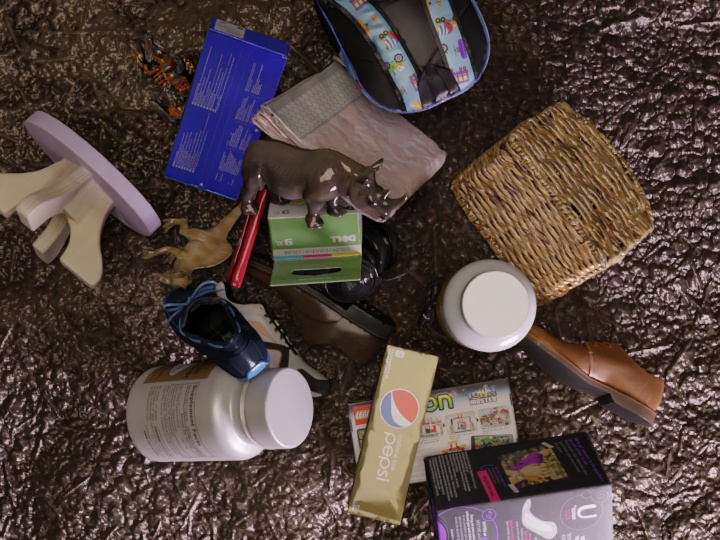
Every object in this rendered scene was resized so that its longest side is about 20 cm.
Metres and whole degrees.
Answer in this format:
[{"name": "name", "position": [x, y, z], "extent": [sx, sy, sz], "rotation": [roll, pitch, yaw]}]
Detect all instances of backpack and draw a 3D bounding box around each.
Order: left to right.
[{"name": "backpack", "position": [0.055, -0.283, 1.241], "extent": [0.182, 0.135, 0.200], "rotation": [-26, 86, -2]}]

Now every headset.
[{"name": "headset", "position": [0.000, 0.000, 1.239], "extent": [0.200, 0.124, 0.094], "rotation": [19, 127, 16]}]

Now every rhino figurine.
[{"name": "rhino figurine", "position": [-0.043, -0.092, 1.108], "extent": [0.200, 0.060, 0.088], "rotation": [11, 126, 24]}]

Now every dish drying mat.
[{"name": "dish drying mat", "position": [-0.122, -0.079, 1.230], "extent": [0.018, 0.077, 0.200], "rotation": [17, 91, -8]}]

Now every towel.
[{"name": "towel", "position": [-0.004, -0.156, 1.217], "extent": [0.191, 0.200, 0.032], "rotation": [40, 127, 3]}]

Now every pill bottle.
[{"name": "pill bottle", "position": [-0.160, 0.161, 1.190], "extent": [0.200, 0.114, 0.115], "rotation": [-7, 87, 32]}, {"name": "pill bottle", "position": [0.143, 0.041, 1.192], "extent": [0.104, 0.200, 0.104], "rotation": [0, 87, 0]}]

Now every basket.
[{"name": "basket", "position": [0.237, -0.085, 1.268], "extent": [0.143, 0.149, 0.200], "rotation": [-36, 87, -34]}]

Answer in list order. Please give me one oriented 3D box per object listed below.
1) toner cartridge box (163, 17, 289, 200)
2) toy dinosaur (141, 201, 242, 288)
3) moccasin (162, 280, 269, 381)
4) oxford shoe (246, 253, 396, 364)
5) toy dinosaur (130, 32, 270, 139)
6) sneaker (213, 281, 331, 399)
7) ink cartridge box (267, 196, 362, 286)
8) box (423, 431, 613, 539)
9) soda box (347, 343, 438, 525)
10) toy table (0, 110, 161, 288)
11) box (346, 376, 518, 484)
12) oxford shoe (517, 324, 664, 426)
[{"name": "toner cartridge box", "position": [-0.159, -0.187, 1.225], "extent": [0.095, 0.043, 0.200], "rotation": [19, 121, -10]}, {"name": "toy dinosaur", "position": [-0.196, -0.031, 1.260], "extent": [0.101, 0.200, 0.058], "rotation": [7, 130, 26]}, {"name": "moccasin", "position": [-0.167, 0.052, 1.169], "extent": [0.080, 0.200, 0.068], "rotation": [-47, 130, -17]}, {"name": "oxford shoe", "position": [-0.063, 0.048, 1.259], "extent": [0.200, 0.073, 0.084], "rotation": [33, 103, 9]}, {"name": "toy dinosaur", "position": [-0.183, -0.228, 1.276], "extent": [0.200, 0.102, 0.136], "rotation": [34, 103, -23]}, {"name": "sneaker", "position": [-0.116, 0.086, 1.255], "extent": [0.200, 0.074, 0.080], "rotation": [32, 86, 1]}, {"name": "ink cartridge box", "position": [-0.050, -0.061, 1.199], "extent": [0.104, 0.200, 0.059], "rotation": [-3, 121, 3]}, {"name": "box", "position": [0.183, 0.278, 1.208], "extent": [0.200, 0.106, 0.122], "rotation": [-8, 116, 0]}, {"name": "soda box", "position": [0.037, 0.189, 1.216], "extent": [0.064, 0.068, 0.200], "rotation": [13, 87, 0]}, {"name": "toy table", "position": [-0.349, -0.080, 1.225], "extent": [0.200, 0.184, 0.117], "rotation": [36, 71, 14]}, {"name": "box", "position": [0.090, 0.199, 1.267], "extent": [0.200, 0.035, 0.110], "rotation": [-9, 87, 0]}, {"name": "oxford shoe", "position": [0.278, 0.111, 1.259], "extent": [0.200, 0.071, 0.071], "rotation": [30, 78, -8]}]
